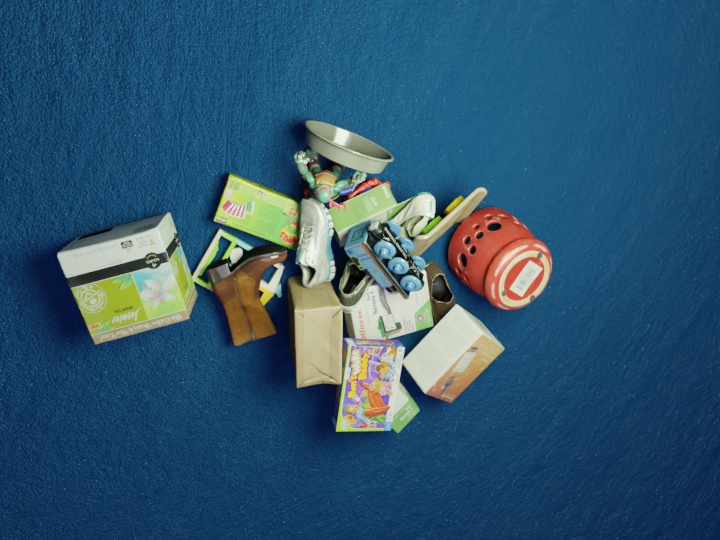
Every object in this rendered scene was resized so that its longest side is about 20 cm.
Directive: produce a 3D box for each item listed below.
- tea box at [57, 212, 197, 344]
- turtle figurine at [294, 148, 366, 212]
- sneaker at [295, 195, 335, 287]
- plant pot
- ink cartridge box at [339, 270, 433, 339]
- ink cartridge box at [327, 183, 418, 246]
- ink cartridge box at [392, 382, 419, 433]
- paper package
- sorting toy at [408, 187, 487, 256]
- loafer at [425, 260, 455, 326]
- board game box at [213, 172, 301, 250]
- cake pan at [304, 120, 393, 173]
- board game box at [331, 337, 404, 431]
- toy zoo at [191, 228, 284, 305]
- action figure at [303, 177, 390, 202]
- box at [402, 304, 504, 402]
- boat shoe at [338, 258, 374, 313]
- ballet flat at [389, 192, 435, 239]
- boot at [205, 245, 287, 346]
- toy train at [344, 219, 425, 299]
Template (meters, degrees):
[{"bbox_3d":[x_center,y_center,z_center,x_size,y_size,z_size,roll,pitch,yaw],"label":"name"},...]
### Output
[{"bbox_3d":[-0.463,0.013,1.102,0.196,0.134,0.200,-15,111,-4],"label":"tea box"},{"bbox_3d":[-0.071,-0.195,1.111,0.147,0.201,0.102,17,118,-14],"label":"turtle figurine"},{"bbox_3d":[-0.105,-0.055,1.153,0.086,0.074,0.204,-32,122,-45],"label":"sneaker"},{"bbox_3d":[0.330,-0.024,1.271,0.196,0.183,0.204,-10,119,-17],"label":"plant pot"},{"bbox_3d":[0.061,0.081,1.292,0.196,0.084,0.149,-15,110,-11],"label":"ink cartridge box"},{"bbox_3d":[0.027,-0.133,1.209,0.197,0.104,0.060,-26,77,-5],"label":"ink cartridge box"},{"bbox_3d":[0.035,0.276,1.320,0.084,0.146,0.200,-42,113,0],"label":"ink cartridge box"},{"bbox_3d":[-0.105,0.131,1.209,0.101,0.200,0.195,-3,108,-12],"label":"paper package"},{"bbox_3d":[0.179,-0.100,1.219,0.199,0.185,0.037,-37,81,-17],"label":"sorting toy"},{"bbox_3d":[0.198,0.078,1.344,0.072,0.071,0.203,-27,113,-6],"label":"loafer"},{"bbox_3d":[-0.209,-0.126,1.183,0.197,0.048,0.103,20,101,-20],"label":"board game box"},{"bbox_3d":[-0.028,-0.253,1.115,0.197,0.201,0.037,15,113,-19],"label":"cake pan"},{"bbox_3d":[0.016,0.256,1.206,0.132,0.045,0.204,4,104,-18],"label":"board game box"},{"bbox_3d":[-0.264,0.011,1.224,0.198,0.020,0.132,31,96,-21],"label":"toy zoo"},{"bbox_3d":[-0.026,-0.177,1.208,0.196,0.065,0.053,-12,93,-13],"label":"action figure"},{"bbox_3d":[0.229,0.209,1.333,0.201,0.107,0.152,-48,141,10],"label":"box"},{"bbox_3d":[0.000,0.000,1.207,0.069,0.202,0.064,8,137,12],"label":"boat shoe"},{"bbox_3d":[0.102,-0.097,1.205,0.068,0.200,0.071,13,59,-23],"label":"ballet flat"},{"bbox_3d":[-0.225,0.059,1.202,0.185,0.069,0.203,-21,112,-8],"label":"boot"},{"bbox_3d":[0.057,-0.022,1.145,0.113,0.088,0.201,-14,130,34],"label":"toy train"}]
